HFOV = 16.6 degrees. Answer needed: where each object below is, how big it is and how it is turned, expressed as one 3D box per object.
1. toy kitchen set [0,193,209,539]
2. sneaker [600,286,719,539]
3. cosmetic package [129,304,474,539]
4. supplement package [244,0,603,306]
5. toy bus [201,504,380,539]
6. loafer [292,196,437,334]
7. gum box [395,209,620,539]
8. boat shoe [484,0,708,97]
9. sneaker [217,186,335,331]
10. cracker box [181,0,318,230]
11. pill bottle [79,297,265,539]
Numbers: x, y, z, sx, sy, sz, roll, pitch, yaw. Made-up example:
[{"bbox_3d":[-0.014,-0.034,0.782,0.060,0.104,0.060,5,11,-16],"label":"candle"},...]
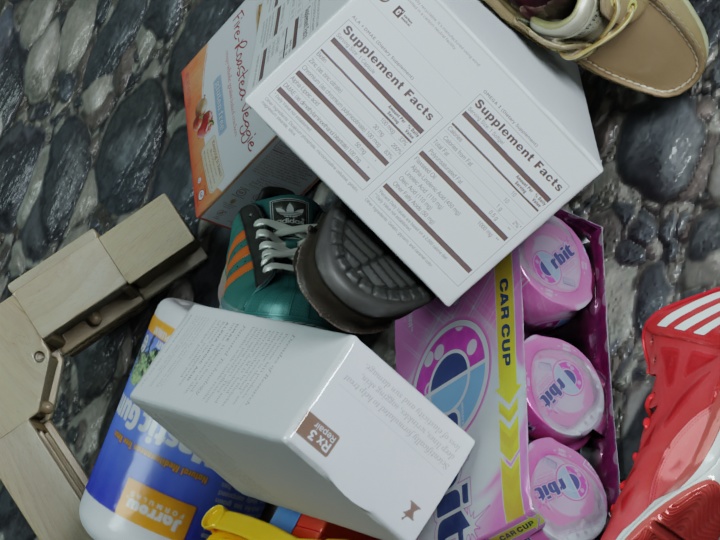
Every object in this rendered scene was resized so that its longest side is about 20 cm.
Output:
[{"bbox_3d":[-0.166,0.080,1.735,0.199,0.181,0.163,-34,-6,-2],"label":"toy kitchen set"},{"bbox_3d":[0.160,0.095,1.215,0.200,0.078,0.116,-52,26,7],"label":"sneaker"},{"bbox_3d":[-0.035,0.081,1.346,0.074,0.102,0.199,-56,27,-15],"label":"cosmetic package"},{"bbox_3d":[0.034,-0.103,1.322,0.111,0.156,0.200,-42,15,16],"label":"supplement package"},{"bbox_3d":[-0.024,0.202,1.393,0.199,0.136,0.193,12,67,57],"label":"toy bus"},{"bbox_3d":[0.000,0.000,1.327,0.071,0.073,0.200,-43,1,16],"label":"loafer"},{"bbox_3d":[0.077,0.076,1.342,0.113,0.066,0.201,-35,46,45],"label":"gum box"},{"bbox_3d":[0.106,-0.144,1.288,0.074,0.199,0.067,-47,27,25],"label":"boat shoe"},{"bbox_3d":[-0.052,-0.005,1.538,0.200,0.071,0.081,-132,52,-74],"label":"sneaker"},{"bbox_3d":[-0.041,-0.134,1.652,0.200,0.057,0.135,-43,41,36],"label":"cracker box"},{"bbox_3d":[-0.112,0.129,1.563,0.112,0.111,0.201,26,95,58],"label":"pill bottle"}]
